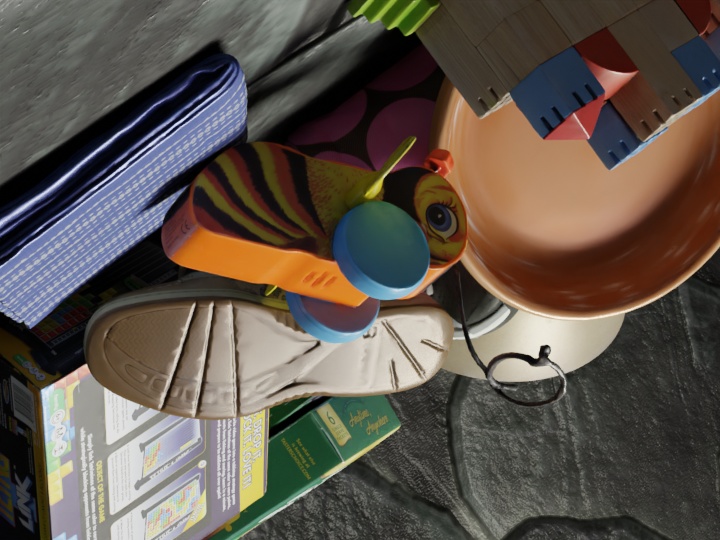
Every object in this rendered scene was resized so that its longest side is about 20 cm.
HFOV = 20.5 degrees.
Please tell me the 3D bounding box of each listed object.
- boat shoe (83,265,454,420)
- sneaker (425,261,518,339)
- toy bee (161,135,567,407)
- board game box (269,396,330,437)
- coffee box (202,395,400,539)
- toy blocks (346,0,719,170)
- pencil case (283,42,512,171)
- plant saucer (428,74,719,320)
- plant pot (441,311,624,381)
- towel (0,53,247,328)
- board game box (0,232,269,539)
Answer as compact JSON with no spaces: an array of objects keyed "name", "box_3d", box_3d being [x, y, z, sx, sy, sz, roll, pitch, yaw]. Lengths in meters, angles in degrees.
[{"name":"boat shoe","box_3d":[-0.052,0.031,1.034,0.200,0.063,0.073,2,120,-27]},{"name":"sneaker","box_3d":[0.000,0.000,1.149,0.115,0.075,0.200,5,176,-33]},{"name":"toy bee","box_3d":[0.003,-0.017,0.962,0.131,0.200,0.109,-21,-134,36]},{"name":"board game box","box_3d":[-0.039,0.080,1.329,0.200,0.029,0.135,-38,174,38]},{"name":"coffee box","box_3d":[-0.076,0.150,1.338,0.200,0.044,0.123,-36,175,19]},{"name":"toy blocks","box_3d":[0.110,-0.114,0.926,0.200,0.137,0.100,-31,173,-39]},{"name":"pencil case","box_3d":[0.054,-0.087,1.088,0.200,0.091,0.094,-34,139,-6]},{"name":"plant saucer","box_3d":[0.123,-0.072,1.049,0.200,0.200,0.037,-35,-151,-9]},{"name":"plant pot","box_3d":[0.105,-0.037,1.451,0.200,0.200,0.134,-32,145,-34]},{"name":"towel","box_3d":[-0.111,-0.033,0.888,0.145,0.024,0.200,-38,176,-7]},{"name":"board game box","box_3d":[-0.126,0.084,1.108,0.165,0.057,0.200,-33,143,-36]}]
